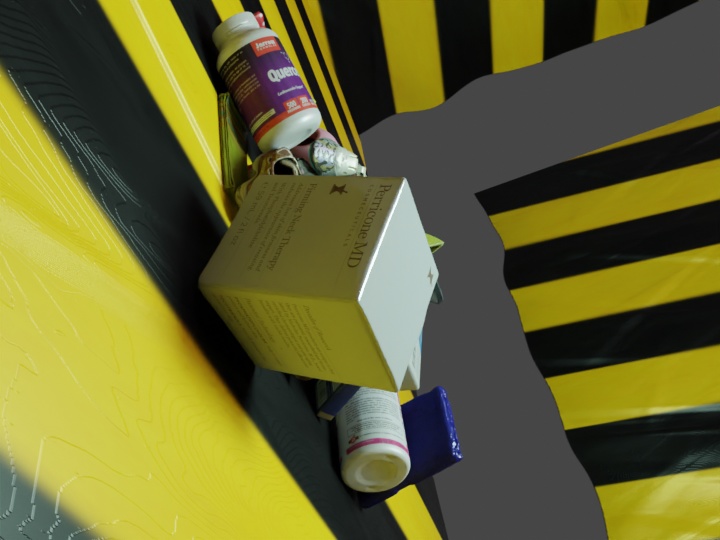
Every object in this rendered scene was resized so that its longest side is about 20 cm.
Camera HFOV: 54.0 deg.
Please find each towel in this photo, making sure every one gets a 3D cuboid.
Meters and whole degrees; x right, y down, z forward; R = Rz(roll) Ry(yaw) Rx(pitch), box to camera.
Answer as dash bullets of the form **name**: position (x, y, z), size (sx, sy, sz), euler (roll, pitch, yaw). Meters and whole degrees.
- **towel**: position (-0.180, -0.166, 1.036), size (0.087, 0.018, 0.204), euler (62, 14, -52)
- **towel**: position (0.076, 0.298, 1.184), size (0.049, 0.198, 0.150), euler (41, 25, -36)

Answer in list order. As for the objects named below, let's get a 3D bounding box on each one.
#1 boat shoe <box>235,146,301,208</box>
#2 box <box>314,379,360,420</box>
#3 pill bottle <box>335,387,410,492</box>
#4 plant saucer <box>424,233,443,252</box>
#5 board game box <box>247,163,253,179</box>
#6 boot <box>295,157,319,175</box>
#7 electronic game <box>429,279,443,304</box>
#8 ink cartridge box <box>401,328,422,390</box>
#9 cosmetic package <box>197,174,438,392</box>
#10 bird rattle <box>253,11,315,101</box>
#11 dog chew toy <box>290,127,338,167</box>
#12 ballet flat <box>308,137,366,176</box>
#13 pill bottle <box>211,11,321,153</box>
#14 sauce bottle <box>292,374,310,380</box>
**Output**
- **boat shoe**: position (-0.115, -0.128, 1.006), size (0.076, 0.071, 0.202), euler (55, 22, -24)
- **box**: position (-0.006, 0.117, 1.065), size (0.032, 0.201, 0.123), euler (24, 33, -24)
- **pill bottle**: position (0.014, 0.245, 1.159), size (0.203, 0.111, 0.115), euler (-99, 168, -48)
- **plant saucer**: position (0.000, 0.000, 1.073), size (0.198, 0.199, 0.049), euler (-14, 70, -48)
- **board game box**: position (-0.120, -0.081, 1.166), size (0.200, 0.045, 0.155), euler (40, 34, -76)
- **boot**: position (-0.088, -0.129, 1.171), size (0.133, 0.067, 0.200), euler (62, 5, 13)
- **electronic game**: position (0.101, -0.028, 1.319), size (0.203, 0.041, 0.200), euler (62, -1, 1)
- **ink cartridge box**: position (0.024, 0.107, 1.298), size (0.202, 0.142, 0.149), euler (67, 24, -47)
- **cosmetic package**: position (-0.038, 0.010, 0.797), size (0.170, 0.195, 0.168), euler (-67, 148, -33)
- **bird rattle**: position (-0.168, -0.331, 1.219), size (0.203, 0.110, 0.164), euler (65, 26, -27)
- **dog chew toy**: position (-0.087, -0.177, 1.386), size (0.126, 0.121, 0.203), euler (-100, 177, -46)
- **ballet flat**: position (-0.030, -0.187, 1.262), size (0.200, 0.070, 0.074), euler (30, 42, -71)
- **pill bottle**: position (-0.151, -0.292, 1.102), size (0.203, 0.111, 0.112), euler (60, 8, 0)
- **sauce bottle**: position (-0.100, 0.052, 0.949), size (0.065, 0.063, 0.204), euler (-94, 166, -61)
